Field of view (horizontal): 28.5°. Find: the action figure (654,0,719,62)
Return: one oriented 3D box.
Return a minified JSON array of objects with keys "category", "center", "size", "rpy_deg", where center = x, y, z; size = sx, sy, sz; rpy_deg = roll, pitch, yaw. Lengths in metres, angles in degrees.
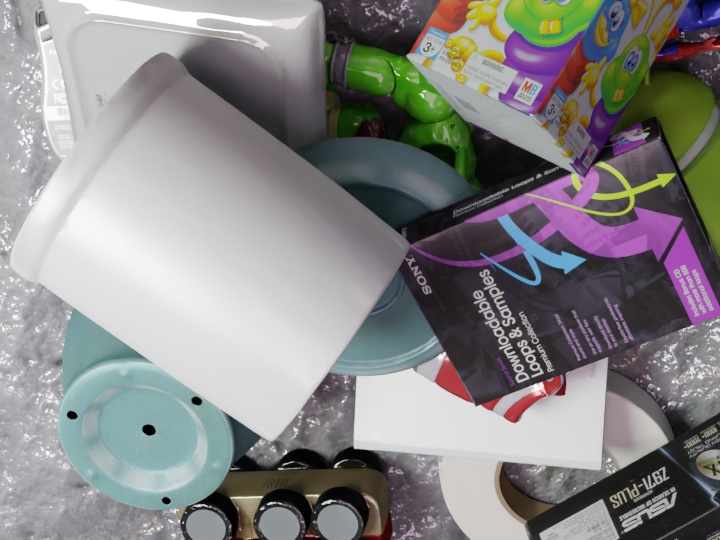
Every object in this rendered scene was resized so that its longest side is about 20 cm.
[{"category":"action figure","center":[0.232,-0.185,0.984],"size":[0.199,0.052,0.066],"rpy_deg":[-24,117,23]}]

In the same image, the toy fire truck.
[{"category":"toy fire truck","center":[-0.054,0.261,1.248],"size":[0.175,0.129,0.202],"rpy_deg":[-4,109,11]}]

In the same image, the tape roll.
[{"category":"tape roll","center":[0.166,0.168,1.197],"size":[0.201,0.037,0.204],"rpy_deg":[3,120,6]}]

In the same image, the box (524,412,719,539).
[{"category":"box","center":[0.261,0.231,1.150],"size":[0.199,0.086,0.164],"rpy_deg":[-31,125,10]}]

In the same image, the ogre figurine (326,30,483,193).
[{"category":"ogre figurine","center":[0.028,-0.084,1.042],"size":[0.119,0.098,0.201],"rpy_deg":[-2,110,21]}]

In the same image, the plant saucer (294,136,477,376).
[{"category":"plant saucer","center":[0.000,0.000,1.014],"size":[0.198,0.027,0.201],"rpy_deg":[1,122,2]}]

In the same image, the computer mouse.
[{"category":"computer mouse","center":[-0.209,-0.172,1.060],"size":[0.109,0.044,0.201],"rpy_deg":[0,114,3]}]

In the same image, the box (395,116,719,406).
[{"category":"box","center":[0.137,0.000,0.968],"size":[0.199,0.036,0.143],"rpy_deg":[-23,116,18]}]

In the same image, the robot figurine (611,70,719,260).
[{"category":"robot figurine","center":[0.235,-0.057,1.014],"size":[0.175,0.116,0.200],"rpy_deg":[-34,109,33]}]

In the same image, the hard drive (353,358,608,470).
[{"category":"hard drive","center":[0.096,0.084,1.132],"size":[0.198,0.026,0.133],"rpy_deg":[4,95,11]}]

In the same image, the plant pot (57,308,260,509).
[{"category":"plant pot","center":[-0.147,0.077,1.105],"size":[0.198,0.188,0.201],"rpy_deg":[4,120,7]}]

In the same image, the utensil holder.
[{"category":"utensil holder","center":[-0.093,-0.011,0.905],"size":[0.200,0.170,0.170],"rpy_deg":[37,118,-2]}]

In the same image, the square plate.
[{"category":"square plate","center":[-0.120,-0.117,0.981],"size":[0.197,0.029,0.201],"rpy_deg":[9,142,8]}]

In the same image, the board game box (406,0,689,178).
[{"category":"board game box","center":[0.138,-0.180,0.896],"size":[0.103,0.105,0.201],"rpy_deg":[29,88,32]}]

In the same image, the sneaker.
[{"category":"sneaker","center":[0.133,0.020,1.070],"size":[0.112,0.071,0.201],"rpy_deg":[32,107,11]}]
